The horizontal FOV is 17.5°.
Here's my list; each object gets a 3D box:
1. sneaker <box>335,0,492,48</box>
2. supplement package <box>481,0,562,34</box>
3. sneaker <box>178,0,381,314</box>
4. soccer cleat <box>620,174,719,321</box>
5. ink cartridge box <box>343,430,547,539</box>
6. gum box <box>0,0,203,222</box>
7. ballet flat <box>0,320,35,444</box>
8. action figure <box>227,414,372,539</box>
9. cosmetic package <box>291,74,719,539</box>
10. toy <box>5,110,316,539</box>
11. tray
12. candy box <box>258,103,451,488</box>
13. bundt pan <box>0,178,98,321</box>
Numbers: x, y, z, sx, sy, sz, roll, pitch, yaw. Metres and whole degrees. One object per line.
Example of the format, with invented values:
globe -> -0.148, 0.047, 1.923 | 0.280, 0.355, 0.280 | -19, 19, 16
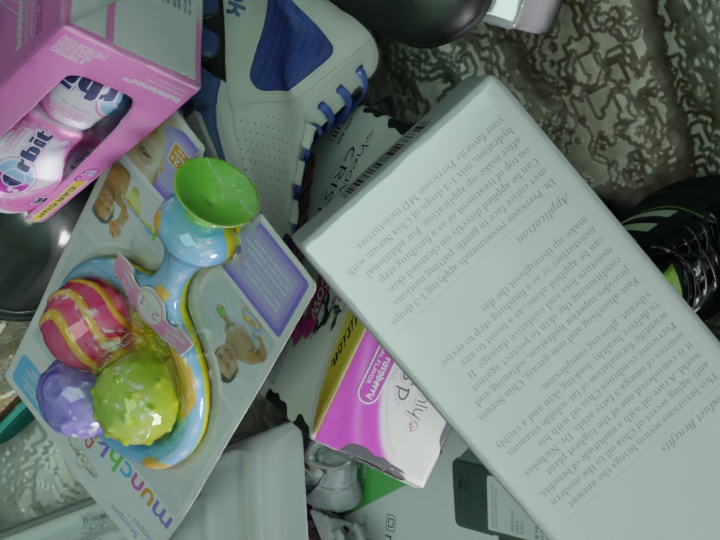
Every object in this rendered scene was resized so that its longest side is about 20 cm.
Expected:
sneaker -> -0.021, -0.172, 0.895 | 0.074, 0.088, 0.201 | -34, 87, 10
supplement package -> 0.039, -0.175, 1.030 | 0.116, 0.200, 0.118 | 17, 96, 7
sneaker -> -0.039, -0.065, 1.021 | 0.114, 0.080, 0.201 | -2, 73, -33
soccer cleat -> 0.129, 0.007, 1.049 | 0.199, 0.081, 0.068 | -24, 101, -33
ink cartridge box -> 0.089, 0.124, 1.057 | 0.199, 0.084, 0.147 | 9, 97, 44
gum box -> -0.121, -0.127, 0.958 | 0.066, 0.201, 0.113 | 22, 139, -31
ballet flat -> -0.206, 0.074, 1.161 | 0.200, 0.068, 0.067 | -45, 80, 0
action figure -> -0.055, 0.151, 1.096 | 0.069, 0.130, 0.201 | 19, 119, -24
cosmetic package -> 0.075, 0.031, 0.914 | 0.101, 0.071, 0.200 | -40, 96, -1
toy -> -0.100, 0.031, 0.973 | 0.115, 0.047, 0.200 | 50, 132, 19
tray -> -0.114, 0.139, 1.059 | 0.199, 0.022, 0.108 | -22, 47, 20
candy box -> 0.000, 0.000, 1.044 | 0.061, 0.200, 0.137 | 25, 92, -23
bundt pan -> -0.129, -0.078, 1.069 | 0.201, 0.076, 0.203 | 12, 65, -26
